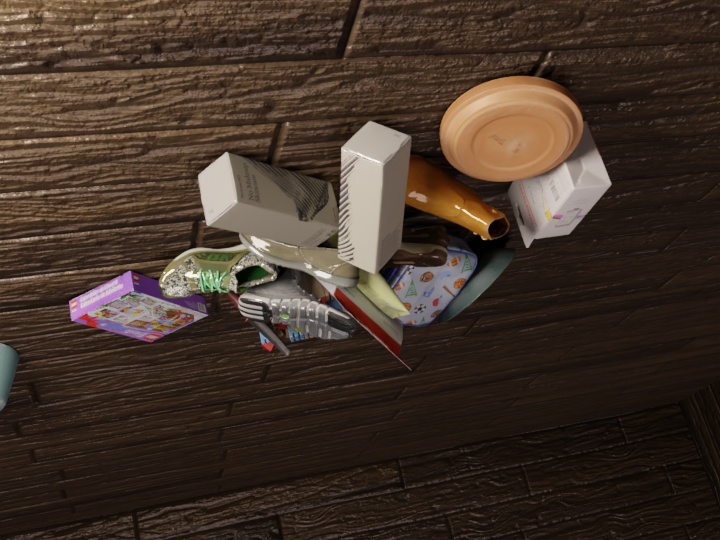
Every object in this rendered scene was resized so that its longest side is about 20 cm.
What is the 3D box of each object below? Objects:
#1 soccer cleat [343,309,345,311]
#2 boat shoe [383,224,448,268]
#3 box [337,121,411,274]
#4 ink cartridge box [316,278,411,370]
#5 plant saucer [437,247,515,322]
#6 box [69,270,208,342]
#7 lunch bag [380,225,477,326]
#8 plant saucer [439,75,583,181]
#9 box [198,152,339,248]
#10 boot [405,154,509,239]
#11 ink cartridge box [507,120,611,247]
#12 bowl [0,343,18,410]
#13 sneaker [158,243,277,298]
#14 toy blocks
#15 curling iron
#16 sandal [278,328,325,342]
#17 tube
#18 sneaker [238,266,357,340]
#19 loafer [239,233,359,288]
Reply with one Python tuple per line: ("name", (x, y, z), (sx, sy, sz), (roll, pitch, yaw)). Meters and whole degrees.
("soccer cleat", (-0.020, 0.050, 1.662), (0.200, 0.070, 0.086), (-34, 142, 27))
("boat shoe", (0.053, -0.048, 1.466), (0.201, 0.075, 0.075), (3, 161, 21))
("box", (0.017, -0.098, 1.214), (0.082, 0.068, 0.201), (-48, 153, -40))
("ink cartridge box", (0.013, 0.065, 1.422), (0.162, 0.200, 0.057), (43, 86, -24))
("plant saucer", (0.208, 0.016, 1.658), (0.201, 0.039, 0.201), (-45, -176, 4))
("box", (-0.377, 0.065, 1.503), (0.136, 0.039, 0.200), (-24, 155, 20))
("lunch bag", (0.105, 0.009, 1.565), (0.159, 0.076, 0.201), (10, 125, -35))
("plant saucer", (0.211, -0.188, 1.222), (0.199, 0.032, 0.201), (0, 146, 0))
("box", (-0.123, -0.094, 1.221), (0.068, 0.083, 0.199), (-31, 153, 35))
("boot", (0.133, -0.103, 1.285), (0.201, 0.144, 0.071), (7, 115, -54))
("ink cartridge box", (0.305, -0.130, 1.372), (0.067, 0.117, 0.200), (-7, 157, -16))
("bowl", (-0.709, 0.210, 1.551), (0.199, 0.106, 0.201), (-12, 157, -5))
("sneaker", (-0.219, 0.007, 1.377), (0.199, 0.089, 0.077), (-16, 118, -11))
("toy blocks", (-0.110, 0.059, 1.526), (0.199, 0.137, 0.100), (-13, 157, -6))
("curling iron", (-0.190, 0.072, 1.468), (0.026, 0.200, 0.050), (-41, -170, 1))
("sandal", (-0.139, 0.100, 1.662), (0.055, 0.082, 0.200), (-51, 146, 7))
("tube", (0.000, 0.000, 1.399), (0.052, 0.200, 0.058), (-39, -174, 21))
("sneaker", (-0.092, 0.039, 1.441), (0.199, 0.116, 0.075), (14, 138, 4))
("loafer", (-0.089, -0.037, 1.351), (0.199, 0.070, 0.075), (20, -169, 2))
